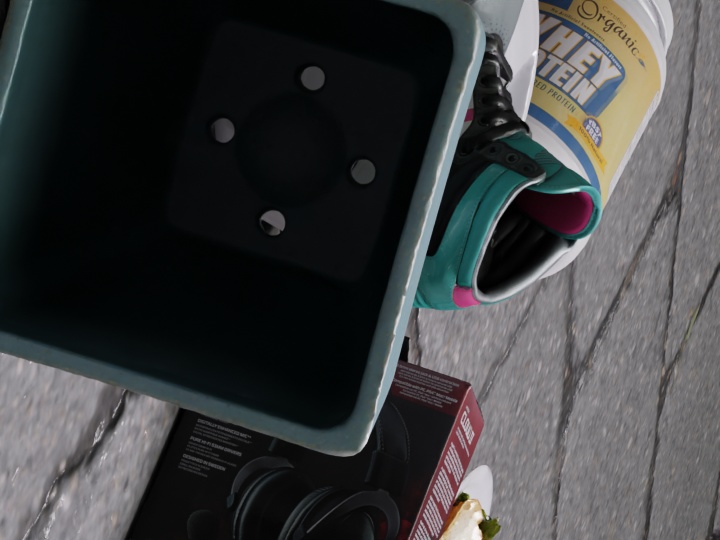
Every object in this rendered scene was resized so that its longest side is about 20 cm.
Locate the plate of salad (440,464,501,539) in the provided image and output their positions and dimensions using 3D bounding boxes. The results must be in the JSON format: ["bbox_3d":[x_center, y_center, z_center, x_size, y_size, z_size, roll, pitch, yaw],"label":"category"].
[{"bbox_3d":[0.052,0.222,1.932,0.200,0.048,0.201,21,90,-76],"label":"plate of salad"}]

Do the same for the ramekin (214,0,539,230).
[{"bbox_3d":[0.005,-0.098,1.572,0.202,0.094,0.203,-37,136,-46],"label":"ramekin"}]

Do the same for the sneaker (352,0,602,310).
[{"bbox_3d":[0.069,-0.066,1.478,0.084,0.120,0.201,36,74,-60],"label":"sneaker"}]

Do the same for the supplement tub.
[{"bbox_3d":[0.108,-0.106,1.890,0.145,0.144,0.200,91,22,-47],"label":"supplement tub"}]

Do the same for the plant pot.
[{"bbox_3d":[-0.049,-0.050,1.338,0.200,0.196,0.196,-29,135,-79],"label":"plant pot"}]

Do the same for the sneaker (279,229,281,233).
[{"bbox_3d":[0.013,-0.072,1.708,0.200,0.085,0.077,-56,157,-45],"label":"sneaker"}]

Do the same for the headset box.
[{"bbox_3d":[-0.030,0.121,1.653,0.077,0.148,0.200,67,44,-69],"label":"headset box"}]
